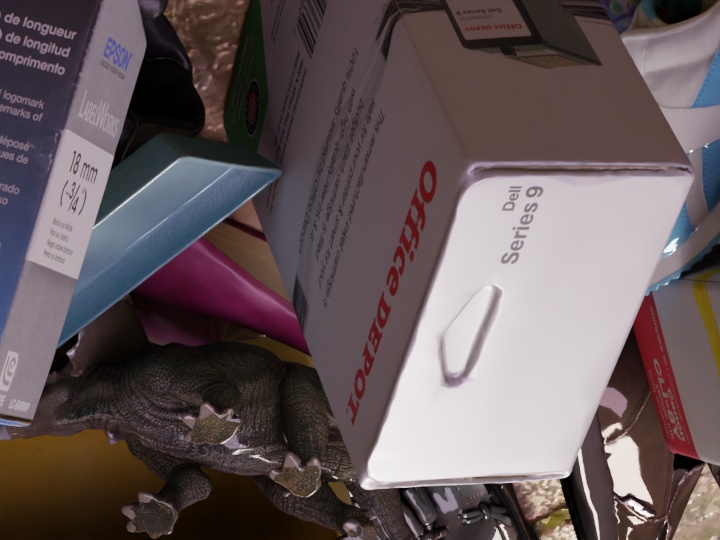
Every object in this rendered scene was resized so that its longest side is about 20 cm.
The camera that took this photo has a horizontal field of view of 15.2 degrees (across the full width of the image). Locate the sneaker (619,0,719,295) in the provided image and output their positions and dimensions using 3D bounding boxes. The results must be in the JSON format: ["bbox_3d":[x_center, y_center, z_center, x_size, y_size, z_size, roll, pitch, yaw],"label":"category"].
[{"bbox_3d":[0.127,-0.065,1.017,0.081,0.077,0.200,35,132,-1],"label":"sneaker"}]

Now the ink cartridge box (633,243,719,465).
[{"bbox_3d":[0.200,0.022,1.026,0.145,0.200,0.083,-15,93,-9],"label":"ink cartridge box"}]

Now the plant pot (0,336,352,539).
[{"bbox_3d":[-0.096,0.171,1.109,0.194,0.196,0.200,-11,154,-9],"label":"plant pot"}]

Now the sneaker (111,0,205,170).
[{"bbox_3d":[-0.102,-0.046,0.963,0.090,0.066,0.200,18,130,8],"label":"sneaker"}]

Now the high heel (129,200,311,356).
[{"bbox_3d":[0.000,0.000,1.029,0.200,0.067,0.096,2,144,6],"label":"high heel"}]

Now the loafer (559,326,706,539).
[{"bbox_3d":[0.125,0.092,1.183,0.071,0.073,0.200,-15,141,1],"label":"loafer"}]

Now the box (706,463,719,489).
[{"bbox_3d":[0.223,0.024,1.188,0.041,0.039,0.200,14,126,-32],"label":"box"}]

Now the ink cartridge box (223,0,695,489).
[{"bbox_3d":[0.026,-0.043,0.936,0.084,0.200,0.146,-1,132,-21],"label":"ink cartridge box"}]

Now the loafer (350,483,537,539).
[{"bbox_3d":[0.045,0.123,1.189,0.072,0.063,0.200,-31,135,8],"label":"loafer"}]

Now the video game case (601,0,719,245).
[{"bbox_3d":[0.150,-0.079,1.070,0.143,0.018,0.200,-35,133,14],"label":"video game case"}]

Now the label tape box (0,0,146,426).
[{"bbox_3d":[-0.150,-0.065,0.874,0.144,0.200,0.063,16,177,13],"label":"label tape box"}]

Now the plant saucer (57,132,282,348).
[{"bbox_3d":[-0.120,0.012,0.967,0.200,0.019,0.070,-38,161,22],"label":"plant saucer"}]

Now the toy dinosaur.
[{"bbox_3d":[-0.039,0.058,1.013,0.200,0.102,0.077,11,120,-12],"label":"toy dinosaur"}]
